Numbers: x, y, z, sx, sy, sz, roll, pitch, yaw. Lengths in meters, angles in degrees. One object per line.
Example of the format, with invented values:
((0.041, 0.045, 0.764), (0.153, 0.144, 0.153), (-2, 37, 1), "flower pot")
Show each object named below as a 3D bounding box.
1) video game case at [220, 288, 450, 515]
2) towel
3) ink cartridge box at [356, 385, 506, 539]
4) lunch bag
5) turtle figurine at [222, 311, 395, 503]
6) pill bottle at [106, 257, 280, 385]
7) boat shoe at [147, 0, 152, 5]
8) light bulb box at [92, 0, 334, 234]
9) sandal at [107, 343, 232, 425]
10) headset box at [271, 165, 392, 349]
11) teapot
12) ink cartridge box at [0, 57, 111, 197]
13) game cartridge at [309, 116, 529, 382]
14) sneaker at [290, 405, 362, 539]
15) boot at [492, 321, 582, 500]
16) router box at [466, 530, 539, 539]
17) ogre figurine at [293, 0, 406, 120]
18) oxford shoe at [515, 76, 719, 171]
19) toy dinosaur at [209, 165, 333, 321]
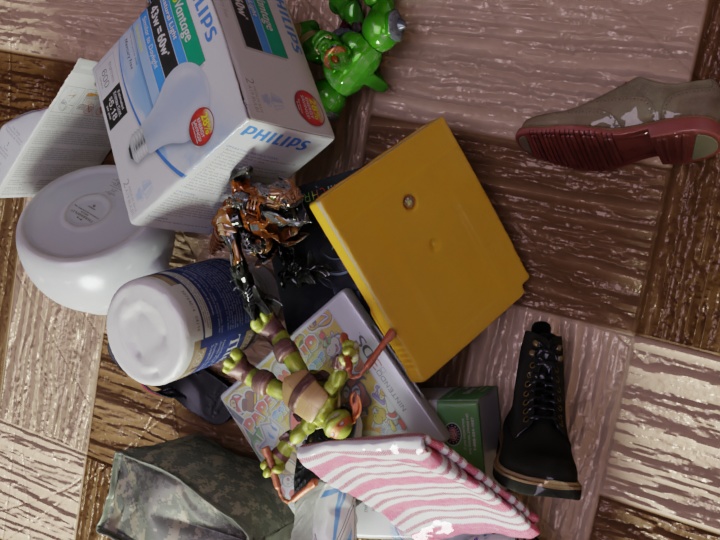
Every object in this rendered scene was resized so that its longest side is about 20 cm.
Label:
((-0.032, 0.151, 0.909), (0.199, 0.023, 0.183), (-40, 79, 23), "video game case")
((0.054, 0.201, 0.788), (0.145, 0.199, 0.030), (-16, 47, 38), "towel")
((0.050, 0.205, 0.937), (0.196, 0.084, 0.148), (-5, 92, 24), "ink cartridge box")
((-0.167, 0.276, 0.995), (0.197, 0.163, 0.120), (16, 94, 23), "lunch bag")
((-0.053, 0.110, 0.861), (0.161, 0.064, 0.202), (38, 104, 28), "turtle figurine")
((-0.174, 0.048, 0.961), (0.109, 0.199, 0.113), (5, 102, 27), "pill bottle")
((-0.203, -0.289, 1.034), (0.074, 0.062, 0.203), (-29, 82, 20), "boat shoe")
((-0.159, -0.175, 0.911), (0.199, 0.124, 0.201), (-34, 67, 34), "light bulb box")
((-0.240, 0.126, 1.084), (0.198, 0.045, 0.076), (28, 104, 20), "sandal")
((0.000, 0.000, 0.944), (0.171, 0.092, 0.204), (-13, 88, 25), "headset box")
((-0.312, -0.020, 1.055), (0.193, 0.148, 0.202), (-11, 47, -5), "teapot")
((-0.352, -0.178, 1.053), (0.050, 0.161, 0.201), (41, 108, 12), "ink cartridge box")
((0.065, -0.023, 0.860), (0.202, 0.175, 0.032), (60, 152, -10), "game cartridge")
((-0.030, 0.237, 0.878), (0.071, 0.072, 0.204), (12, 89, 50), "sneaker")
((0.169, 0.126, 0.821), (0.076, 0.200, 0.141), (9, 93, -2), "boot")
((0.117, 0.346, 0.890), (0.199, 0.052, 0.149), (-34, 122, 21), "router box")
((-0.021, -0.248, 0.943), (0.199, 0.098, 0.121), (-37, 60, 6), "ogre figurine")
((0.251, -0.146, 0.850), (0.196, 0.070, 0.076), (3, 68, 25), "oxford shoe")
((-0.100, -0.037, 0.875), (0.101, 0.200, 0.138), (-28, 100, -11), "toy dinosaur")
